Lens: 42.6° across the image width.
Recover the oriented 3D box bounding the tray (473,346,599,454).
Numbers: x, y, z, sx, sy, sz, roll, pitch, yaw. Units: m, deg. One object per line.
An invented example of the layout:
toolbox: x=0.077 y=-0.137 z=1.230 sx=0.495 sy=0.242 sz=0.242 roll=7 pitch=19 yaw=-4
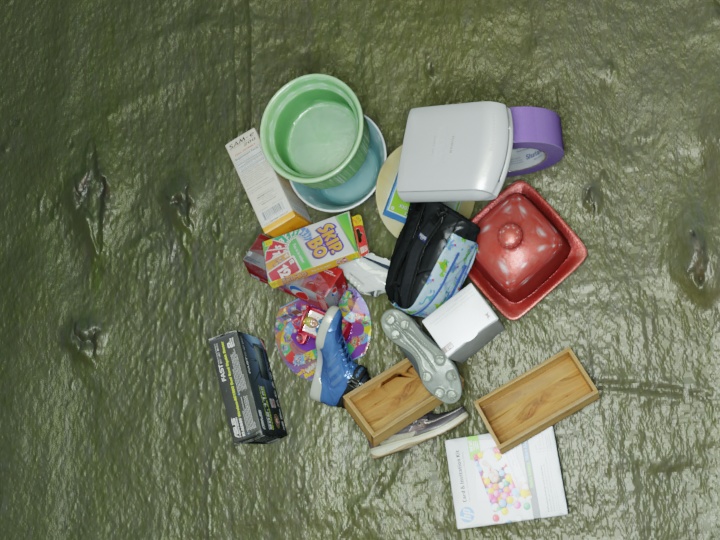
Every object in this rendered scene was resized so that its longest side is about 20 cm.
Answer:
tray: x=0.309 y=0.229 z=1.627 sx=0.198 sy=0.037 sz=0.099 roll=-30 pitch=56 yaw=2

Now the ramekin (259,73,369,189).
ramekin: x=-0.077 y=-0.248 z=1.701 sx=0.196 sy=0.098 sz=0.204 roll=-3 pitch=79 yaw=15

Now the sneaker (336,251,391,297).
sneaker: x=0.000 y=0.000 z=1.762 sx=0.197 sy=0.076 sz=0.082 roll=22 pitch=95 yaw=19

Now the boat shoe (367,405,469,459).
boat shoe: x=0.100 y=0.283 z=1.684 sx=0.197 sy=0.072 sz=0.066 roll=-25 pitch=79 yaw=16

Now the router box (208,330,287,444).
router box: x=-0.209 y=0.222 z=1.737 sx=0.061 sy=0.150 sz=0.203 roll=-19 pitch=76 yaw=10

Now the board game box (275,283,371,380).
board game box: x=-0.077 y=0.113 z=1.776 sx=0.197 sy=0.039 sz=0.160 roll=-26 pitch=75 yaw=11

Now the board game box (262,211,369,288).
board game box: x=-0.085 y=-0.042 z=1.734 sx=0.196 sy=0.030 sz=0.097 roll=-18 pitch=56 yaw=6

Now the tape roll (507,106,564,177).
tape roll: x=0.263 y=-0.226 z=1.658 sx=0.196 sy=0.200 sz=0.067 roll=-8 pitch=78 yaw=14

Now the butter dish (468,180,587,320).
butter dish: x=0.274 y=-0.048 z=1.652 sx=0.199 sy=0.148 sz=0.201 roll=-41 pitch=72 yaw=4

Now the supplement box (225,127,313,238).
supplement box: x=-0.176 y=-0.162 z=1.809 sx=0.073 sy=0.126 sz=0.203 roll=-28 pitch=74 yaw=10

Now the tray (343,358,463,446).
tray: x=0.078 y=0.221 z=1.659 sx=0.198 sy=0.037 sz=0.099 roll=-28 pitch=54 yaw=-20

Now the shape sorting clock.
shape sorting clock: x=0.122 y=-0.145 z=1.729 sx=0.196 sy=0.039 sz=0.204 roll=-1 pitch=94 yaw=-17

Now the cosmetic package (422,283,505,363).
cosmetic package: x=0.185 y=0.096 z=1.622 sx=0.112 sy=0.200 sz=0.082 roll=-37 pitch=74 yaw=4

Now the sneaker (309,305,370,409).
sneaker: x=-0.027 y=0.167 z=1.708 sx=0.109 sy=0.077 sz=0.203 roll=16 pitch=114 yaw=15

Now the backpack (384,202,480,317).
backpack: x=0.123 y=-0.014 z=1.653 sx=0.163 sy=0.153 sz=0.202 roll=35 pitch=95 yaw=48

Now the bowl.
bowl: x=-0.034 y=-0.200 z=1.786 sx=0.197 sy=0.105 sz=0.205 roll=-3 pitch=79 yaw=15

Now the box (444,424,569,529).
box: x=0.258 y=0.365 z=1.640 sx=0.196 sy=0.041 sz=0.159 roll=-11 pitch=77 yaw=15

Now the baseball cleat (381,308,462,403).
baseball cleat: x=0.116 y=0.145 z=1.648 sx=0.069 sy=0.106 sz=0.201 roll=-38 pitch=84 yaw=11

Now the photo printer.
photo printer: x=0.163 y=-0.198 z=1.554 sx=0.197 sy=0.069 sz=0.170 roll=3 pitch=77 yaw=38

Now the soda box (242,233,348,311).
soda box: x=-0.125 y=0.005 z=1.779 sx=0.197 sy=0.064 sz=0.071 roll=24 pitch=65 yaw=23
